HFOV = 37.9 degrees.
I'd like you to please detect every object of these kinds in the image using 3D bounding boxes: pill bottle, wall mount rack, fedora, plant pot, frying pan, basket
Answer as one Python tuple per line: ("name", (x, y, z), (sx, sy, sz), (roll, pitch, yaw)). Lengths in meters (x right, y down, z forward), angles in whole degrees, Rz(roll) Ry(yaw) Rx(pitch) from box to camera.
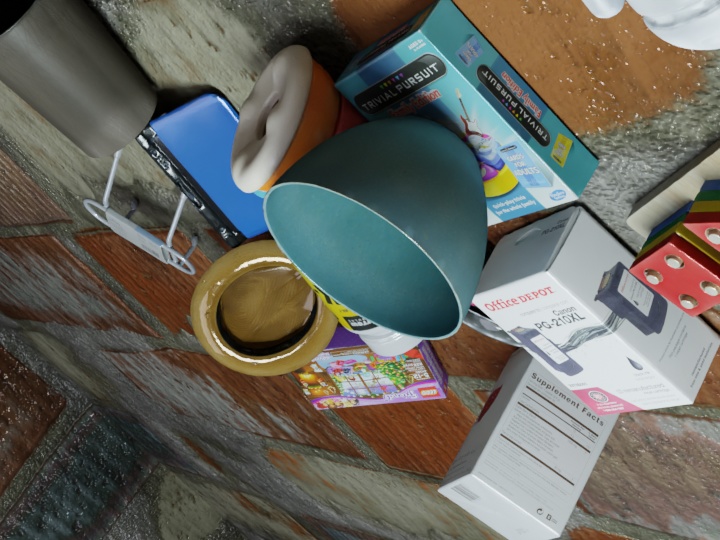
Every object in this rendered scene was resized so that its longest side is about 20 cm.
("pill bottle", (0.000, 0.000, 1.201), (0.114, 0.115, 0.200), (6, 143, 47))
("wall mount rack", (-0.302, -0.084, 1.491), (0.199, 0.075, 0.174), (30, 159, 10))
("fedora", (-0.122, 0.039, 1.372), (0.200, 0.200, 0.082), (43, -165, -19))
("plant pot", (0.034, -0.055, 0.916), (0.199, 0.135, 0.201), (29, 156, 14))
("frying pan", (0.125, 0.050, 1.121), (0.114, 0.031, 0.189), (29, -168, 38))
("basket", (-0.335, -0.234, 1.183), (0.200, 0.136, 0.180), (49, 180, -41))

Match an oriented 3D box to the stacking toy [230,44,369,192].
("stacking toy", (-0.016, -0.115, 1.022), (0.198, 0.148, 0.146), (22, 162, -25))

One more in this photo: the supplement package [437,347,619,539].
("supplement package", (0.196, 0.188, 1.182), (0.119, 0.201, 0.121), (34, 155, 0))

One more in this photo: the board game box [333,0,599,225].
("board game box", (0.090, -0.131, 0.930), (0.200, 0.047, 0.151), (43, 154, -17))

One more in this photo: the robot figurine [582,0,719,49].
("robot figurine", (0.183, -0.208, 0.591), (0.200, 0.113, 0.169), (45, 140, -20))

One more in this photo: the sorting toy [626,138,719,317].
("sorting toy", (0.328, -0.004, 0.827), (0.199, 0.070, 0.199), (36, 156, -1))

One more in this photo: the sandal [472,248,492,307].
("sandal", (0.117, 0.006, 1.107), (0.199, 0.075, 0.045), (35, 148, -7))

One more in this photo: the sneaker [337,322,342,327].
("sneaker", (-0.119, 0.079, 1.466), (0.199, 0.131, 0.080), (35, 163, -1))

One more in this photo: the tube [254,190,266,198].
("tube", (-0.077, -0.144, 1.124), (0.077, 0.051, 0.200), (25, 150, -8))

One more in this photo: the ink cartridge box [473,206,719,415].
("ink cartridge box", (0.226, 0.045, 1.028), (0.200, 0.085, 0.144), (41, 154, -13))

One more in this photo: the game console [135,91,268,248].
("game console", (-0.177, -0.139, 1.290), (0.200, 0.118, 0.171), (52, -178, -32))

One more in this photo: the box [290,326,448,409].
("box", (0.005, 0.130, 1.423), (0.198, 0.039, 0.137), (-8, 138, 22))
